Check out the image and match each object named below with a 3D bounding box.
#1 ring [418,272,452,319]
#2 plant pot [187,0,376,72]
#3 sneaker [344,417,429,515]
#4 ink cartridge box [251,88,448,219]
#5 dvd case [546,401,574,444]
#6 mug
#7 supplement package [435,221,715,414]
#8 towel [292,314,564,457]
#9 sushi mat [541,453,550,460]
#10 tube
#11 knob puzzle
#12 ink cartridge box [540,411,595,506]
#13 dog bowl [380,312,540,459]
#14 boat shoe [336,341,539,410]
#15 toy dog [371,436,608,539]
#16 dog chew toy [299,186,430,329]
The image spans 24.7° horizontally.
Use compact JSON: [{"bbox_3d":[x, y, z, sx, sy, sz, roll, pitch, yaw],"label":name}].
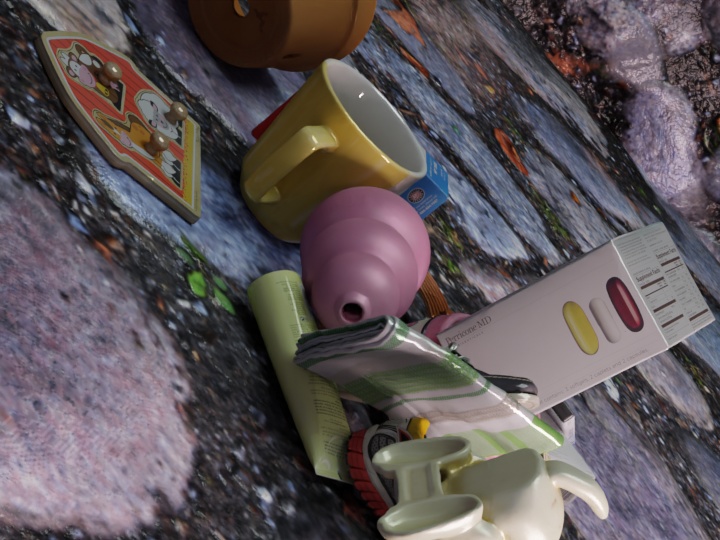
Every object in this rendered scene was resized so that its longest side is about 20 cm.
[{"bbox_3d":[0.028,0.019,1.708,0.200,0.019,0.201,33,33,-25],"label":"ring"},{"bbox_3d":[-0.101,-0.311,1.842,0.200,0.200,0.140,52,36,3],"label":"plant pot"},{"bbox_3d":[0.070,0.212,1.402,0.200,0.082,0.078,55,25,-16],"label":"sneaker"},{"bbox_3d":[-0.011,-0.125,1.790,0.200,0.116,0.067,45,21,-19],"label":"ink cartridge box"},{"bbox_3d":[0.192,0.125,1.833,0.143,0.018,0.200,55,-2,16],"label":"dvd case"},{"bbox_3d":[-0.050,-0.112,1.625,0.186,0.153,0.150,29,30,-46],"label":"mug"},{"bbox_3d":[0.202,0.053,1.543,0.111,0.200,0.156,62,28,6],"label":"supplement package"},{"bbox_3d":[0.054,0.106,1.377,0.200,0.149,0.031,36,63,-24],"label":"towel"},{"bbox_3d":[0.178,0.254,1.532,0.096,0.012,0.200,67,20,-58],"label":"sushi mat"},{"bbox_3d":[-0.048,0.095,1.427,0.058,0.052,0.200,-10,61,-22],"label":"tube"},{"bbox_3d":[-0.216,-0.156,1.520,0.220,0.030,0.220,43,21,-21],"label":"knob puzzle"},{"bbox_3d":[0.156,0.155,1.752,0.109,0.050,0.200,26,22,-50],"label":"ink cartridge box"},{"bbox_3d":[0.102,0.130,1.598,0.200,0.074,0.200,40,32,-32],"label":"dog bowl"},{"bbox_3d":[0.066,0.090,1.463,0.073,0.200,0.063,36,60,-59],"label":"boat shoe"},{"bbox_3d":[0.102,0.241,1.310,0.140,0.193,0.200,-118,-165,-66],"label":"toy dog"},{"bbox_3d":[0.000,0.000,1.507,0.125,0.124,0.200,47,18,-12],"label":"dog chew toy"}]
